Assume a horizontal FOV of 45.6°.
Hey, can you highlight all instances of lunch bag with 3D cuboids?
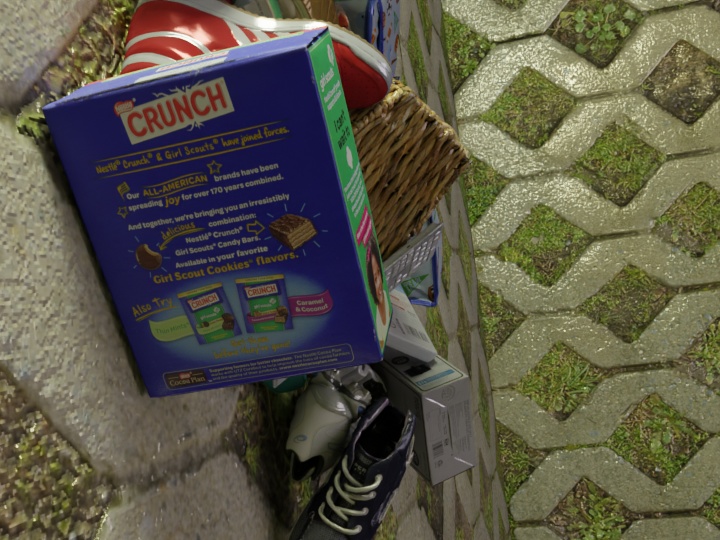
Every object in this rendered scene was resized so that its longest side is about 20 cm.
[{"bbox_3d":[0.008,-0.308,1.179,0.162,0.074,0.202,-71,164,-44],"label":"lunch bag"},{"bbox_3d":[0.054,-0.067,1.207,0.170,0.121,0.204,-79,167,-75],"label":"lunch bag"}]

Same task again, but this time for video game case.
[{"bbox_3d":[0.000,0.000,0.915,0.142,0.018,0.202,27,29,-49],"label":"video game case"}]

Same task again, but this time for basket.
[{"bbox_3d":[-0.031,-0.086,0.756,0.142,0.201,0.149,32,10,-44],"label":"basket"}]

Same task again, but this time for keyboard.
[{"bbox_3d":[0.000,0.028,0.736,0.199,0.011,0.057,-38,155,-25],"label":"keyboard"}]

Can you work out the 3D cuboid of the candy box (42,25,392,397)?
[{"bbox_3d":[-0.081,-0.033,0.546,0.077,0.166,0.203,-77,155,-64],"label":"candy box"}]

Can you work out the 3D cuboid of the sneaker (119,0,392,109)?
[{"bbox_3d":[-0.076,-0.131,0.619,0.072,0.196,0.114,113,-11,-54],"label":"sneaker"}]

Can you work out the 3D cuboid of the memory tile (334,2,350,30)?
[{"bbox_3d":[-0.043,-0.226,1.000,0.200,0.017,0.156,-42,119,-55],"label":"memory tile"}]

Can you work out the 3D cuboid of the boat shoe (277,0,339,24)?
[{"bbox_3d":[-0.081,-0.285,0.883,0.201,0.068,0.075,54,36,-49],"label":"boat shoe"}]

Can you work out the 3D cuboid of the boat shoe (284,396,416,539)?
[{"bbox_3d":[-0.013,0.203,0.760,0.201,0.074,0.093,-57,163,-34],"label":"boat shoe"}]

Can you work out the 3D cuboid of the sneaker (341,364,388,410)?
[{"bbox_3d":[-0.033,0.074,0.902,0.201,0.066,0.091,62,-1,-43],"label":"sneaker"}]

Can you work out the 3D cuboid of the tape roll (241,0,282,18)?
[{"bbox_3d":[-0.109,-0.187,0.774,0.200,0.047,0.205,-8,90,-77],"label":"tape roll"}]

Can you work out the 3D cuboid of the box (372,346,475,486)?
[{"bbox_3d":[0.048,0.139,0.973,0.199,0.059,0.119,30,-47,58],"label":"box"}]

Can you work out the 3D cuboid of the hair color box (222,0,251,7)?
[{"bbox_3d":[-0.132,-0.302,0.668,0.099,0.060,0.203,62,17,-54],"label":"hair color box"}]

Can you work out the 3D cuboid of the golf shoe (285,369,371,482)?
[{"bbox_3d":[-0.042,0.164,0.841,0.098,0.078,0.201,-53,162,-20],"label":"golf shoe"}]

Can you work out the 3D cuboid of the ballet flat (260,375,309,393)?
[{"bbox_3d":[-0.086,0.043,0.718,0.201,0.068,0.072,66,7,-64],"label":"ballet flat"}]
